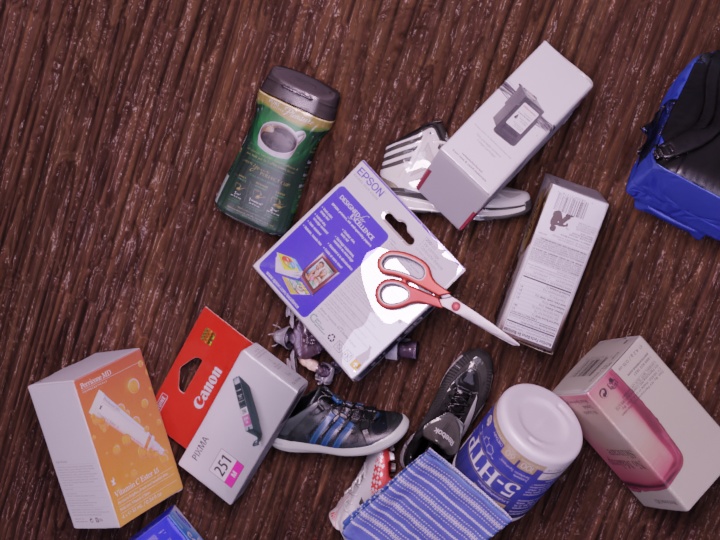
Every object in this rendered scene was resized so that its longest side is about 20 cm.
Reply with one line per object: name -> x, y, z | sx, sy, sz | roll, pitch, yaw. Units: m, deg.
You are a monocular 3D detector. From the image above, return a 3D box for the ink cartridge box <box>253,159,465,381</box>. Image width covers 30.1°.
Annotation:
ink cartridge box -> 0.000, 0.000, 1.696 | 0.200, 0.043, 0.198 | -43, 79, 4

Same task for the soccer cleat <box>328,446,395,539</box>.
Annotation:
soccer cleat -> 0.002, 0.311, 1.791 | 0.084, 0.069, 0.202 | 5, 105, -1

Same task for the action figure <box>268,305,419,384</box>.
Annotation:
action figure -> -0.024, 0.087, 1.754 | 0.197, 0.069, 0.132 | 0, 107, 8

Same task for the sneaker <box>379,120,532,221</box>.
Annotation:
sneaker -> 0.122, -0.128, 1.696 | 0.198, 0.076, 0.117 | 6, 103, 6

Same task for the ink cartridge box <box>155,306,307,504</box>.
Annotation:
ink cartridge box -> -0.186, 0.176, 1.755 | 0.173, 0.044, 0.201 | 35, 113, 9

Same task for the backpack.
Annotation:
backpack -> 0.419, -0.156, 1.629 | 0.161, 0.168, 0.201 | 28, 69, -5

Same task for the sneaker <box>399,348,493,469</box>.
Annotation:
sneaker -> 0.116, 0.197, 1.749 | 0.066, 0.091, 0.201 | 31, 101, -3

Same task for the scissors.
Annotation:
scissors -> 0.109, 0.032, 1.647 | 0.198, 0.014, 0.074 | 17, 86, 12

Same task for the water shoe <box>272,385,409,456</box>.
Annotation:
water shoe -> -0.037, 0.193, 1.748 | 0.198, 0.072, 0.080 | -5, 117, 17

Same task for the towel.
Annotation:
towel -> 0.080, 0.325, 1.712 | 0.144, 0.024, 0.200 | 40, 126, -5

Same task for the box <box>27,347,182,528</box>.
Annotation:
box -> -0.331, 0.219, 1.754 | 0.097, 0.124, 0.202 | -9, 102, 39

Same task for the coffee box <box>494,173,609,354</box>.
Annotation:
coffee box -> 0.238, -0.010, 1.691 | 0.079, 0.113, 0.202 | 19, 102, 1

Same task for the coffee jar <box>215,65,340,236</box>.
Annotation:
coffee jar -> -0.103, -0.154, 1.703 | 0.103, 0.085, 0.202 | 25, 102, 3

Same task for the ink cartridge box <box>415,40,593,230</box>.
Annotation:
ink cartridge box -> 0.172, -0.161, 1.614 | 0.083, 0.145, 0.200 | 43, 72, 4

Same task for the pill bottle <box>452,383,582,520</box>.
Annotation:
pill bottle -> 0.185, 0.249, 1.711 | 0.119, 0.120, 0.201 | 30, 130, -2

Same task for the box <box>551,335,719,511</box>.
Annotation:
box -> 0.357, 0.194, 1.698 | 0.109, 0.128, 0.200 | -43, 95, -15

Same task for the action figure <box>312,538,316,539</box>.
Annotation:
action figure -> -0.020, 0.461, 1.769 | 0.065, 0.099, 0.201 | -36, 102, 10

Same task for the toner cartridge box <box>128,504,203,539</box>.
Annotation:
toner cartridge box -> -0.305, 0.421, 1.845 | 0.199, 0.043, 0.095 | -38, 97, 10
